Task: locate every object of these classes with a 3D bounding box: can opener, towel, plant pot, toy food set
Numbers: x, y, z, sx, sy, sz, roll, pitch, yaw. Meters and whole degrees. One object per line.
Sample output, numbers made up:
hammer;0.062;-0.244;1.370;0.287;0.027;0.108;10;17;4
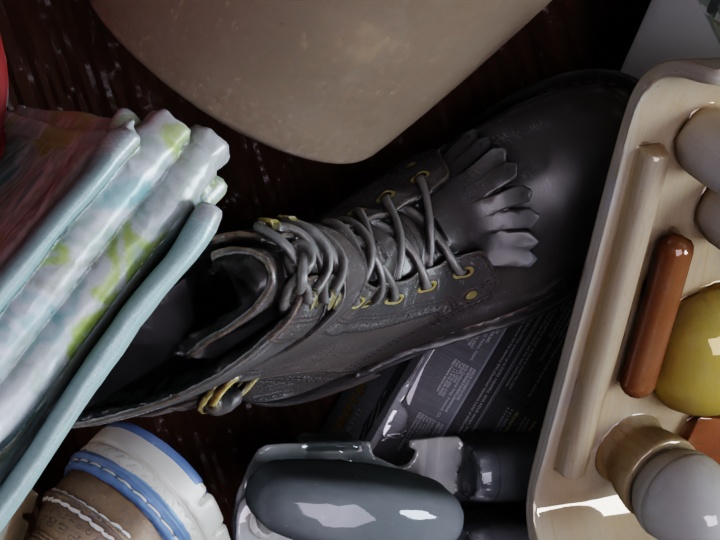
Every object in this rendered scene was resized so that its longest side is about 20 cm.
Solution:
can opener;0.051;0.085;0.907;0.200;0.066;0.053;-1;105;-23
towel;-0.125;0.036;0.757;0.048;0.171;0.200;42;80;-18
plant pot;0.002;-0.133;0.821;0.200;0.200;0.175;26;113;-24
toy food set;0.142;0.019;0.857;0.143;0.060;0.200;-5;123;-30

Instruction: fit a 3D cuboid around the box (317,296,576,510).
box;0.065;0.078;0.968;0.158;0.048;0.200;28;96;-24

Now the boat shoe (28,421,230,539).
boat shoe;-0.075;0.140;0.902;0.072;0.072;0.200;-43;135;-27

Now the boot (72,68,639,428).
boot;0.000;0.000;0.830;0.200;0.174;0.069;-32;82;14

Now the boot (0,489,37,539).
boot;-0.154;0.050;0.877;0.107;0.075;0.200;22;91;-19

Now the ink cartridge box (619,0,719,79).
ink cartridge box;0.192;-0.113;0.897;0.146;0.084;0.200;4;119;-35

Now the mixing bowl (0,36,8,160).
mixing bowl;-0.174;-0.039;0.764;0.108;0.200;0.200;41;90;-21
